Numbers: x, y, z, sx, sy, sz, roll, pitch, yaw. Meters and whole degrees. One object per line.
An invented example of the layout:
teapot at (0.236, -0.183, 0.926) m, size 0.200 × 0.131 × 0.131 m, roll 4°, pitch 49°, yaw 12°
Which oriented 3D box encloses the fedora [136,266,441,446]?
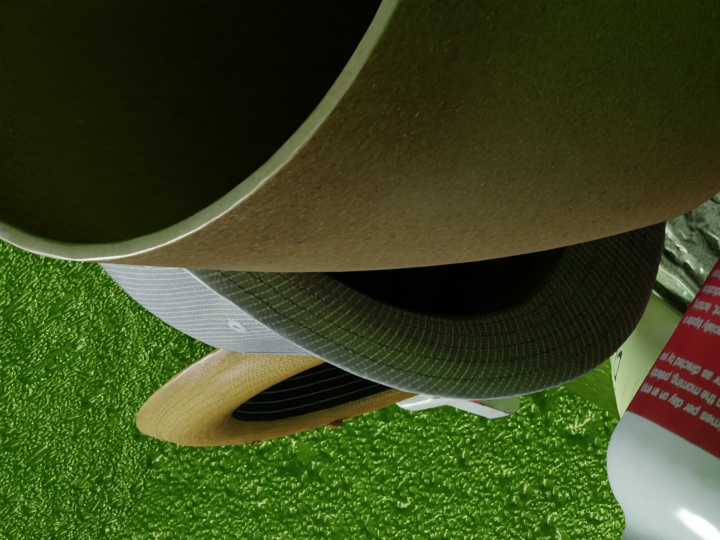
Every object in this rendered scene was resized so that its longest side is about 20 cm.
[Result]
fedora at (0.000, 0.000, 0.906) m, size 0.201 × 0.200 × 0.082 m, roll 46°, pitch -156°, yaw -78°

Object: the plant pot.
plant pot at (0.016, -0.074, 0.636) m, size 0.200 × 0.187 × 0.186 m, roll 17°, pitch -170°, yaw -46°

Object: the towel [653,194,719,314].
towel at (0.137, 0.011, 0.912) m, size 0.200 × 0.036 × 0.148 m, roll 47°, pitch -179°, yaw 5°

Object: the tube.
tube at (0.109, 0.045, 0.874) m, size 0.052 × 0.058 × 0.200 m, roll 23°, pitch -175°, yaw -2°

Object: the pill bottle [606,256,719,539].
pill bottle at (0.141, 0.038, 0.709) m, size 0.112 × 0.200 × 0.112 m, roll 32°, pitch 177°, yaw 2°

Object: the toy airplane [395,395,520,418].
toy airplane at (0.045, -0.039, 1.057) m, size 0.199 × 0.141 × 0.200 m, roll 50°, pitch -157°, yaw -13°

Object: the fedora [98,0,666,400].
fedora at (-0.016, -0.032, 0.751) m, size 0.200 × 0.177 × 0.090 m, roll 27°, pitch 141°, yaw -19°
